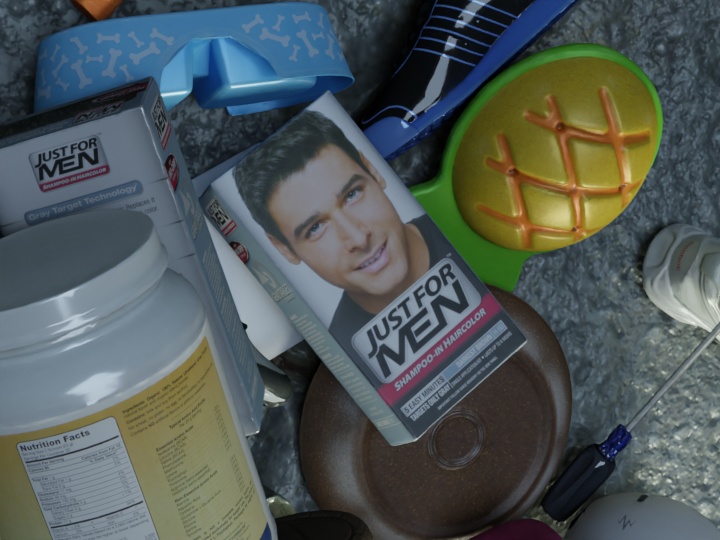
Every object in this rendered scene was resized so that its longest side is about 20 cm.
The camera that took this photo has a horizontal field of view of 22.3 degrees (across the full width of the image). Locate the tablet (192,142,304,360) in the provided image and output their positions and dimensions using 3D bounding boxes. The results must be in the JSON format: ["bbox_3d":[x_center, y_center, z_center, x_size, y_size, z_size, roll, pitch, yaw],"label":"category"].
[{"bbox_3d":[-0.114,0.020,1.162,0.199,0.014,0.131,-31,107,-15],"label":"tablet"}]

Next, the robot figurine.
[{"bbox_3d":[0.181,0.252,1.243,0.124,0.150,0.201,18,77,-13],"label":"robot figurine"}]

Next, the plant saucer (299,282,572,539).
[{"bbox_3d":[0.059,0.107,1.216,0.199,0.037,0.202,-6,108,-18],"label":"plant saucer"}]

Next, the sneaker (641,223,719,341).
[{"bbox_3d":[0.293,0.039,1.280,0.199,0.099,0.078,26,87,-23],"label":"sneaker"}]

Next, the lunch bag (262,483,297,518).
[{"bbox_3d":[-0.067,0.225,1.125,0.117,0.164,0.201,-31,106,-14],"label":"lunch bag"}]

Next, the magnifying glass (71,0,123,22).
[{"bbox_3d":[-0.105,-0.233,1.129,0.080,0.022,0.200,43,79,-21],"label":"magnifying glass"}]

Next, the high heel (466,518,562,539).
[{"bbox_3d":[0.041,0.217,1.186,0.199,0.096,0.068,-33,81,2],"label":"high heel"}]

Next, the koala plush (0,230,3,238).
[{"bbox_3d":[-0.255,0.052,1.032,0.177,0.182,0.202,11,85,-65],"label":"koala plush"}]

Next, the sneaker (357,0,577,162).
[{"bbox_3d":[0.059,-0.152,1.185,0.200,0.070,0.078,-42,88,-6],"label":"sneaker"}]

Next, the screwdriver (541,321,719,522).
[{"bbox_3d":[0.191,0.096,1.249,0.029,0.028,0.200,15,118,-46],"label":"screwdriver"}]

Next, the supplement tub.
[{"bbox_3d":[-0.134,0.084,0.939,0.144,0.144,0.201,-23,111,-17],"label":"supplement tub"}]

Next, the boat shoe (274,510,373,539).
[{"bbox_3d":[-0.079,0.201,1.004,0.199,0.072,0.077,-22,115,-5],"label":"boat shoe"}]

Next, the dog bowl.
[{"bbox_3d":[-0.103,-0.123,1.099,0.199,0.111,0.050,-9,87,-20],"label":"dog bowl"}]

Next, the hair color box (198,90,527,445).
[{"bbox_3d":[0.000,0.000,1.139,0.099,0.061,0.200,-40,92,-16],"label":"hair color box"}]

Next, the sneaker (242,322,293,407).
[{"bbox_3d":[-0.108,0.011,1.118,0.200,0.074,0.079,45,75,-21],"label":"sneaker"}]

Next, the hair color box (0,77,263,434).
[{"bbox_3d":[-0.132,0.005,1.025,0.098,0.061,0.201,-15,111,7],"label":"hair color box"}]

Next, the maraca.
[{"bbox_3d":[0.109,-0.063,1.195,0.200,0.107,0.137,-43,117,15],"label":"maraca"}]
